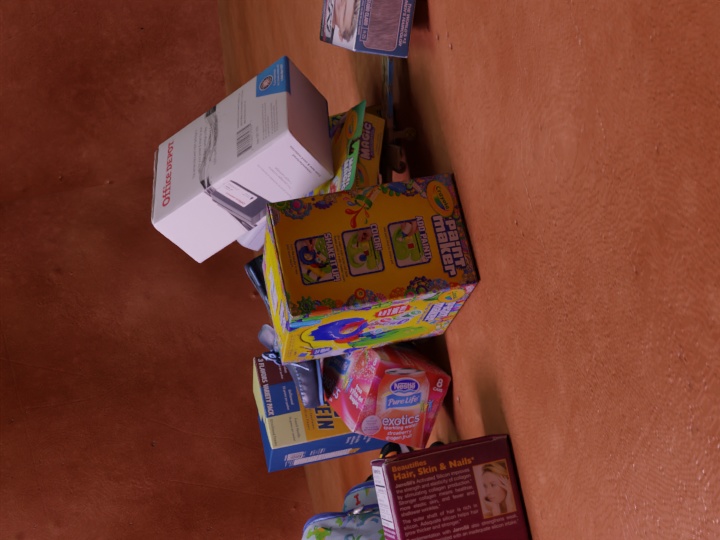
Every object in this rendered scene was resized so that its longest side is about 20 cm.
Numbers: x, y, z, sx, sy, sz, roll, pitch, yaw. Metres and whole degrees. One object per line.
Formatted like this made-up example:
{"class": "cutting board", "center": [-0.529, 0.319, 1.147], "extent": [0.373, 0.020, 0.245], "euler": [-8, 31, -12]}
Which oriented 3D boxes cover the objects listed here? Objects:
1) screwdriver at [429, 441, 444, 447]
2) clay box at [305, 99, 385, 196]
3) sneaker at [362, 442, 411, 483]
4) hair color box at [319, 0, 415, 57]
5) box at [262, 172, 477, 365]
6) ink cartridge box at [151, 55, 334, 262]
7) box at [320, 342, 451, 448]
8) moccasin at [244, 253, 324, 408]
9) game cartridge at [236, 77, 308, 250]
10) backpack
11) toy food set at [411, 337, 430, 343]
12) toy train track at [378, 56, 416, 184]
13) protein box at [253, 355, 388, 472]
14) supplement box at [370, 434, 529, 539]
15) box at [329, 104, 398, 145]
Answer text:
{"class": "screwdriver", "center": [0.118, 0.264, 1.294], "extent": [0.029, 0.028, 0.201], "euler": [52, -174, -33]}
{"class": "clay box", "center": [-0.028, -0.097, 1.282], "extent": [0.200, 0.047, 0.116], "euler": [-35, 42, 57]}
{"class": "sneaker", "center": [0.035, 0.296, 1.613], "extent": [0.200, 0.089, 0.071], "euler": [-141, 42, -75]}
{"class": "hair color box", "center": [0.006, -0.282, 1.195], "extent": [0.200, 0.060, 0.101], "euler": [-132, 48, -72]}
{"class": "box", "center": [0.001, 0.002, 1.198], "extent": [0.200, 0.190, 0.123], "euler": [107, 151, -71]}
{"class": "ink cartridge box", "center": [-0.134, -0.124, 1.278], "extent": [0.084, 0.199, 0.146], "euler": [43, -153, -36]}
{"class": "box", "center": [0.016, 0.125, 1.370], "extent": [0.096, 0.099, 0.200], "euler": [-69, 24, 8]}
{"class": "moccasin", "center": [-0.092, 0.075, 1.372], "extent": [0.081, 0.067, 0.202], "euler": [96, 159, -64]}
{"class": "game cartridge", "center": [-0.109, -0.130, 1.396], "extent": [0.133, 0.040, 0.202], "euler": [-51, 27, 45]}
{"class": "backpack", "center": [0.030, 0.333, 1.289], "extent": [0.148, 0.198, 0.184], "euler": [-81, -27, -49]}
{"class": "toy food set", "center": [0.000, 0.000, 1.391], "extent": [0.061, 0.142, 0.201], "euler": [-58, 34, 31]}
{"class": "toy train track", "center": [0.041, -0.174, 1.265], "extent": [0.115, 0.032, 0.203], "euler": [-140, 48, -71]}
{"class": "protein box", "center": [-0.050, 0.198, 1.686], "extent": [0.199, 0.197, 0.137], "euler": [106, 151, -70]}
{"class": "supplement box", "center": [0.094, 0.274, 1.124], "extent": [0.103, 0.129, 0.203], "euler": [130, 130, -78]}
{"class": "box", "center": [-0.029, -0.158, 1.418], "extent": [0.199, 0.064, 0.071], "euler": [0, 101, 62]}
